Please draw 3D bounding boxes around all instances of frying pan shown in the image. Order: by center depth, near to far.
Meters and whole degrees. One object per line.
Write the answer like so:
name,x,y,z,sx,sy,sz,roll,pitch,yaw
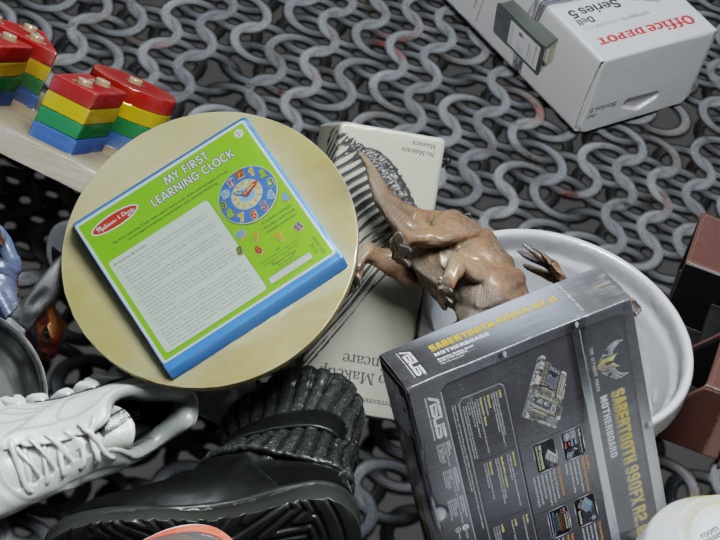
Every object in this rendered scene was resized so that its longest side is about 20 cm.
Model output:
frying pan,-0.254,0.047,1.382,0.115,0.031,0.190,20,71,-18

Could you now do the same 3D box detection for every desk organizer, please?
desk organizer,0.268,0.048,1.594,0.077,0.072,0.200,21,42,6

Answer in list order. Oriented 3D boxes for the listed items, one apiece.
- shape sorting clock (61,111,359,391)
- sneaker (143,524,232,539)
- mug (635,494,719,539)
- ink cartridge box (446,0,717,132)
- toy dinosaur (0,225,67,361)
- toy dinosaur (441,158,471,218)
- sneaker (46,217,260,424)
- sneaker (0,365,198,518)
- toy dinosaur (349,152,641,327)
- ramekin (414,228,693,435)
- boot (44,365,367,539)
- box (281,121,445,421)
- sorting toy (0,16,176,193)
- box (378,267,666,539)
shape sorting clock,-0.100,-0.014,1.385,0.200,0.039,0.200,-2,70,5
sneaker,-0.165,0.200,1.225,0.200,0.082,0.077,-24,88,-6
mug,0.219,0.210,1.343,0.149,0.153,0.187,13,42,-5
ink cartridge box,0.192,-0.227,1.846,0.145,0.084,0.200,-19,54,-34
toy dinosaur,-0.259,-0.019,1.472,0.181,0.105,0.200,46,32,0
toy dinosaur,0.002,-0.037,1.569,0.136,0.102,0.200,-14,39,30
sneaker,-0.119,0.018,1.488,0.200,0.073,0.112,43,39,17
sneaker,-0.193,0.111,1.342,0.200,0.075,0.081,-24,12,-34
toy dinosaur,0.076,-0.001,1.399,0.135,0.086,0.200,-28,67,-39
ramekin,0.127,0.075,1.489,0.200,0.105,0.200,10,43,-9
boot,-0.097,0.140,1.356,0.211,0.080,0.158,-6,32,0
box,0.000,0.000,1.458,0.082,0.200,0.068,7,0,-15
sorting toy,-0.236,-0.131,1.535,0.200,0.070,0.199,26,10,8
box,0.109,0.115,1.341,0.158,0.200,0.048,-22,32,-13
